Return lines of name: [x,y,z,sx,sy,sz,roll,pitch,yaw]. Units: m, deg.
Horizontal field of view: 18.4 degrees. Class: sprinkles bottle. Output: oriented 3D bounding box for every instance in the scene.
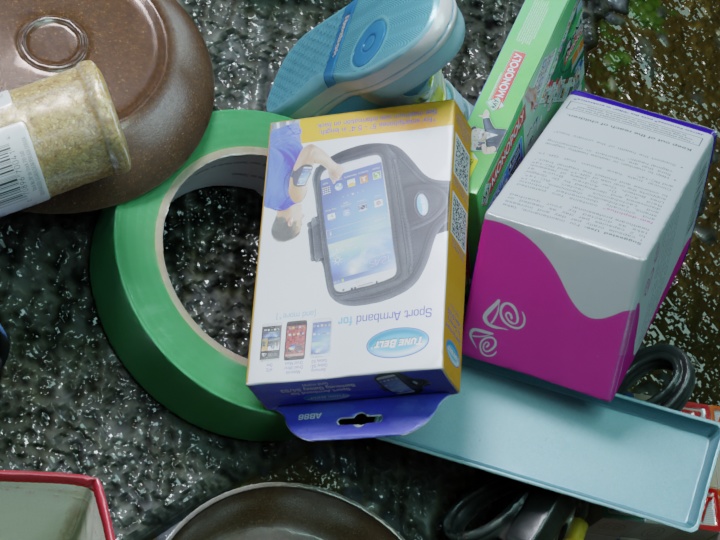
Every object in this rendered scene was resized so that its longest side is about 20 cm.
sprinkles bottle: [-0.230,-0.053,1.228,0.199,0.068,0.068,-20,75,-7]

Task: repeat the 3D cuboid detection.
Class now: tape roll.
tape roll: [-0.062,0.002,1.345,0.200,0.048,0.201,12,61,-22]

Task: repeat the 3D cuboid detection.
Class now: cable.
cable: [0.125,0.127,1.345,0.200,0.097,0.050,-52,137,-19]

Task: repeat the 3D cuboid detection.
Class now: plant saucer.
plant saucer: [0.110,0.096,1.313,0.199,0.019,0.070,16,71,10]
plant saucer: [-0.038,0.219,1.259,0.199,0.032,0.201,11,62,-22]
plant saucer: [-0.184,-0.126,1.322,0.200,0.037,0.201,6,57,-9]

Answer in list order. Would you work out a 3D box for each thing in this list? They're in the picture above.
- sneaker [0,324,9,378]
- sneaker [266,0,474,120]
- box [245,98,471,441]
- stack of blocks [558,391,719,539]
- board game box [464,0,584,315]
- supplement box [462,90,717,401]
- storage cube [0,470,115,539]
sneaker: [-0.232,0.043,1.160,0.089,0.079,0.200,32,14,4]
sneaker: [0.039,-0.111,1.370,0.130,0.200,0.080,29,70,-21]
box: [0.000,0.000,1.284,0.119,0.042,0.201,-6,59,18]
stack of blocks: [0.224,0.149,1.411,0.199,0.059,0.116,10,62,-23]
board game box: [0.100,-0.079,1.421,0.029,0.135,0.200,14,53,18]
supplement box: [0.142,-0.019,1.364,0.103,0.102,0.200,17,30,12]
storage cube: [-0.212,0.216,1.051,0.199,0.180,0.171,5,40,-26]
